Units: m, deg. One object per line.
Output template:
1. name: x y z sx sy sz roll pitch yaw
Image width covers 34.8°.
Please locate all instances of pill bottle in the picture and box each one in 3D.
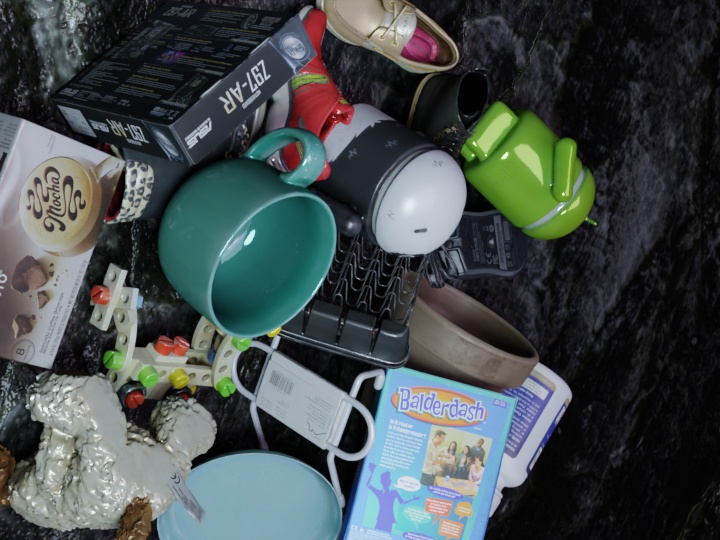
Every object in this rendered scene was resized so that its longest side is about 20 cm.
1. pill bottle: 0.186 0.220 1.536 0.200 0.119 0.120 -56 133 -16

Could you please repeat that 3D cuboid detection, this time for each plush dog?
1. plush dog: -0.251 0.195 1.071 0.199 0.171 0.161 21 57 -43

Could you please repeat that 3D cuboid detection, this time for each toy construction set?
1. toy construction set: -0.186 0.071 1.146 0.199 0.092 0.131 21 112 -38

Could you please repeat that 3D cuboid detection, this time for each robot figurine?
1. robot figurine: 0.019 -0.096 1.214 0.151 0.200 0.125 -54 150 -2
2. robot figurine: 0.209 -0.120 1.429 0.200 0.175 0.116 42 81 -15

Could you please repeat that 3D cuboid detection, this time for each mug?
1. mug: -0.105 -0.040 1.093 0.185 0.114 0.152 -44 143 -15

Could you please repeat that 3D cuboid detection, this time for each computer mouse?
1. computer mouse: 0.133 -0.038 1.449 0.199 0.053 0.139 6 76 -44

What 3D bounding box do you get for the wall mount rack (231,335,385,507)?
1. wall mount rack: -0.057 0.160 1.245 0.074 0.199 0.175 -5 119 -56

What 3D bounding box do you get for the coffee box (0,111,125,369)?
1. coffee box: -0.303 -0.026 1.010 0.113 0.080 0.201 23 86 -47

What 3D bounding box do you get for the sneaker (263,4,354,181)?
1. sneaker: -0.047 -0.176 1.175 0.077 0.084 0.201 90 6 -70

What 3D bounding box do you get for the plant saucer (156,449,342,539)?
1. plant saucer: -0.120 0.265 1.248 0.199 0.027 0.201 -4 124 -5

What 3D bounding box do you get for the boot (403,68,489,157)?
1. boot: 0.088 -0.131 1.299 0.077 0.138 0.201 5 90 -19

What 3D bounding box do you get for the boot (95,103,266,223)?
1. boot: -0.173 -0.137 1.102 0.153 0.073 0.205 -5 110 -49

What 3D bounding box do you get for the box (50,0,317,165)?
1. box: -0.161 -0.173 1.019 0.160 0.199 0.044 -47 130 -25

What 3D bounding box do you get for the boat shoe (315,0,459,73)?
1. boat shoe: 0.037 -0.272 1.273 0.199 0.069 0.074 15 92 -46

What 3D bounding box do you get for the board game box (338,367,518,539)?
1. board game box: 0.074 0.216 1.254 0.151 0.045 0.201 16 84 -6

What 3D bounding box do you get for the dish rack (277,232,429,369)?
1. dish rack: 0.000 0.000 1.250 0.055 0.153 0.201 104 3 -49

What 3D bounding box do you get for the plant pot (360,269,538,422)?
1. plant pot: 0.088 0.124 1.380 0.200 0.200 0.175 18 107 -45
